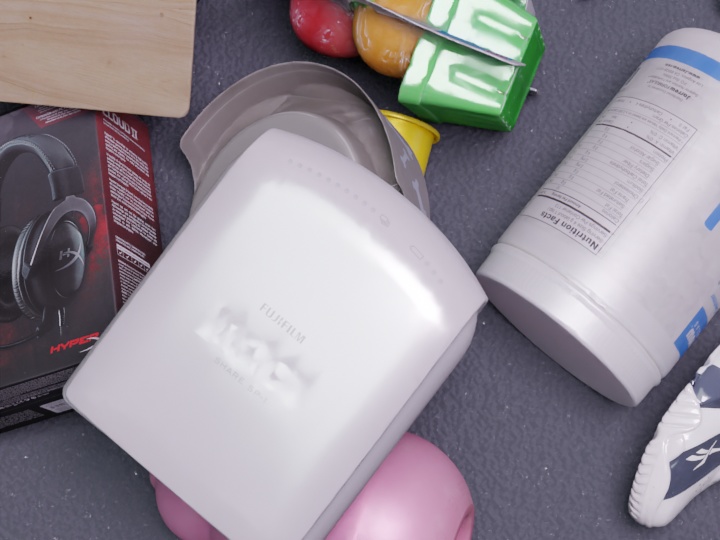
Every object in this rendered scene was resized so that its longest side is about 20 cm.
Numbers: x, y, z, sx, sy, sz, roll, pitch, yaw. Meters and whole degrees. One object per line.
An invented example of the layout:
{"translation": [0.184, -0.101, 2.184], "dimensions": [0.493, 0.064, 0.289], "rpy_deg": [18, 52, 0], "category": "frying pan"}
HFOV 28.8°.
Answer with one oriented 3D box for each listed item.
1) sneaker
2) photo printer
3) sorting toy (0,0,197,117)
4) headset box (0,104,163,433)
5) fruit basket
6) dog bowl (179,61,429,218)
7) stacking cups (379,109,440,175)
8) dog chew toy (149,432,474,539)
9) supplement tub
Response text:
{"translation": [0.261, 0.098, 0.844], "dimensions": [0.129, 0.080, 0.199], "rpy_deg": [36, 73, 20], "category": "sneaker"}
{"translation": [-0.040, 0.037, 0.758], "dimensions": [0.166, 0.069, 0.201], "rpy_deg": [39, 93, 8], "category": "photo printer"}
{"translation": [-0.191, -0.203, 0.815], "dimensions": [0.197, 0.070, 0.201], "rpy_deg": [5, 117, -6], "category": "sorting toy"}
{"translation": [-0.205, -0.014, 0.885], "dimensions": [0.147, 0.077, 0.202], "rpy_deg": [-16, 68, 16], "category": "headset box"}
{"translation": [0.017, -0.160, 0.870], "dimensions": [0.199, 0.185, 0.094], "rpy_deg": [30, 95, 10], "category": "fruit basket"}
{"translation": [-0.043, -0.024, 0.870], "dimensions": [0.198, 0.058, 0.203], "rpy_deg": [-11, 71, 34], "category": "dog bowl"}
{"translation": [0.000, 0.000, 0.898], "dimensions": [0.060, 0.061, 0.202], "rpy_deg": [13, 80, 8], "category": "stacking cups"}
{"translation": [-0.034, 0.145, 0.846], "dimensions": [0.198, 0.125, 0.126], "rpy_deg": [14, 79, 17], "category": "dog chew toy"}
{"translation": [0.179, -0.033, 0.854], "dimensions": [0.132, 0.132, 0.201], "rpy_deg": [38, 84, 12], "category": "supplement tub"}
